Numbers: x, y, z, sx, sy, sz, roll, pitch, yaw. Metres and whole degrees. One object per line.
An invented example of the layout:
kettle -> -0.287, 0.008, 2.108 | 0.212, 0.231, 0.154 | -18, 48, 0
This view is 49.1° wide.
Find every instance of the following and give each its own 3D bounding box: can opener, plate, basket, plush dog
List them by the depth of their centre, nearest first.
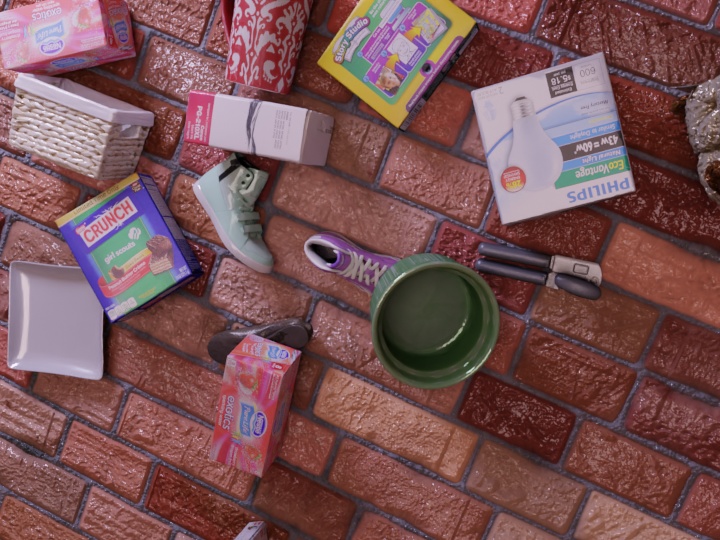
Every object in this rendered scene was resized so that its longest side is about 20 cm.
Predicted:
plush dog -> 0.515, -0.174, 1.106 | 0.159, 0.198, 0.174 | -8, 82, 47
can opener -> 0.275, -0.003, 1.219 | 0.198, 0.066, 0.053 | 14, 99, 17
basket -> -0.477, -0.243, 1.343 | 0.198, 0.135, 0.125 | 22, 104, 10
plate -> -0.548, 0.088, 1.438 | 0.197, 0.032, 0.203 | 5, 96, 13

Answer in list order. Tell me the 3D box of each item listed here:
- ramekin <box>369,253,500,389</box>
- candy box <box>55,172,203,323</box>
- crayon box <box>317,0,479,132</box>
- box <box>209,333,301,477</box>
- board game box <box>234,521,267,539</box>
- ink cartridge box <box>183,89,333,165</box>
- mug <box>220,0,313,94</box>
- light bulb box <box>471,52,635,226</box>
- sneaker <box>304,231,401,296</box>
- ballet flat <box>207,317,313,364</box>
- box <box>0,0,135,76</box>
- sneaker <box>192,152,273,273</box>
ramekin -> 0.107, 0.071, 1.215 | 0.197, 0.098, 0.203 | -3, 107, -8
candy box -> -0.394, -0.040, 1.356 | 0.168, 0.077, 0.202 | -30, 87, 3
crayon box -> 0.058, -0.353, 1.241 | 0.172, 0.058, 0.201 | 40, 102, 9
box -> -0.173, 0.223, 1.307 | 0.101, 0.095, 0.202 | 18, 112, 9
board game box -> -0.183, 0.549, 1.341 | 0.034, 0.126, 0.203 | -6, 93, 13
ink cartridge box -> -0.158, -0.225, 1.259 | 0.197, 0.145, 0.086 | 12, 99, 12
mug -> -0.151, -0.398, 1.273 | 0.132, 0.177, 0.203 | 7, 103, -24
light bulb box -> 0.282, -0.186, 1.167 | 0.196, 0.125, 0.203 | -14, 90, 14
sneaker -> 0.000, 0.001, 1.258 | 0.198, 0.114, 0.073 | 22, 98, 9
ballet flat -> -0.170, 0.117, 1.348 | 0.198, 0.046, 0.068 | -15, 110, 20
box -> -0.499, -0.400, 1.341 | 0.197, 0.103, 0.096 | -8, 93, 13
sneaker -> -0.184, -0.100, 1.310 | 0.118, 0.074, 0.201 | -39, 83, 20
